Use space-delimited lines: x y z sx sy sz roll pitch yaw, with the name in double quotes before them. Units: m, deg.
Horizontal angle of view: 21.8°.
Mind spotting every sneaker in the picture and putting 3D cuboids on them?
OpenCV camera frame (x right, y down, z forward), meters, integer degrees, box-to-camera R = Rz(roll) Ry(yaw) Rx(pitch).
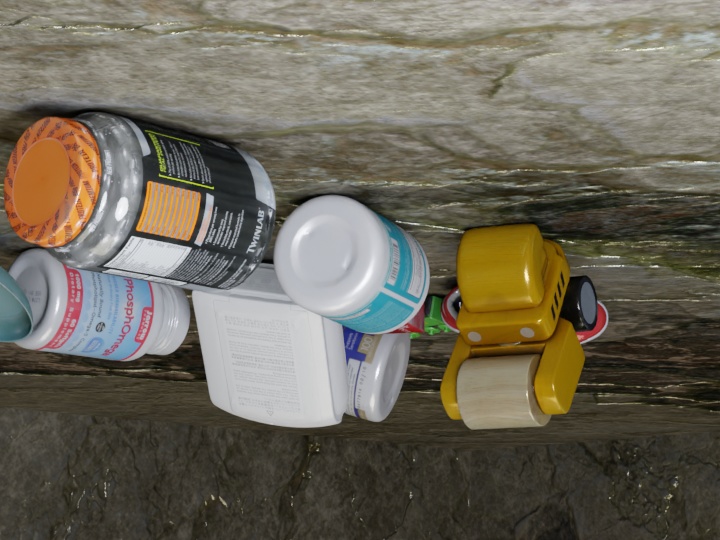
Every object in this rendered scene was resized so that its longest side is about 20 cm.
"sneaker" 0.190 0.050 2.170 0.198 0.072 0.112 2 173 5

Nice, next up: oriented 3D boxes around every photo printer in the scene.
"photo printer" -0.096 0.088 2.072 0.165 0.070 0.201 6 129 17

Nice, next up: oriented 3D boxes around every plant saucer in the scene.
"plant saucer" -0.426 0.010 1.939 0.198 0.028 0.201 18 153 10

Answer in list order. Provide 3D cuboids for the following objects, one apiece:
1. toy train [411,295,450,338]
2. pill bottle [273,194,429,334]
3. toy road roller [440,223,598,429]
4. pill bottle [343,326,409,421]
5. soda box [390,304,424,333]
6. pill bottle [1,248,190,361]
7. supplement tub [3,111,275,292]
"toy train" 0.047 0.062 2.343 0.056 0.042 0.199 20 161 -33
"pill bottle" 0.000 0.000 1.794 0.110 0.112 0.200 -3 169 19
"toy road roller" 0.146 0.045 1.852 0.122 0.201 0.147 -6 132 28
"pill bottle" -0.052 0.094 2.194 0.198 0.121 0.120 15 174 15
"soda box" 0.016 0.021 2.026 0.063 0.071 0.200 -3 169 17
"pill bottle" -0.288 0.042 2.058 0.108 0.110 0.199 -9 167 43
"supplement tub" -0.173 -0.054 1.474 0.122 0.124 0.199 -8 166 41
